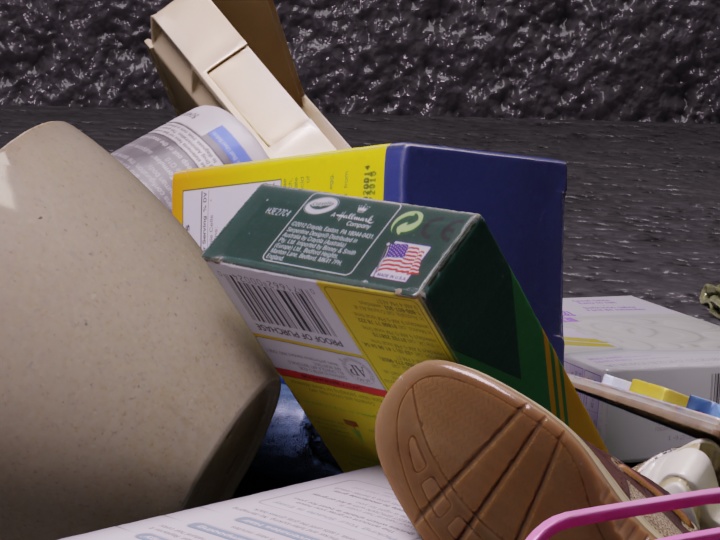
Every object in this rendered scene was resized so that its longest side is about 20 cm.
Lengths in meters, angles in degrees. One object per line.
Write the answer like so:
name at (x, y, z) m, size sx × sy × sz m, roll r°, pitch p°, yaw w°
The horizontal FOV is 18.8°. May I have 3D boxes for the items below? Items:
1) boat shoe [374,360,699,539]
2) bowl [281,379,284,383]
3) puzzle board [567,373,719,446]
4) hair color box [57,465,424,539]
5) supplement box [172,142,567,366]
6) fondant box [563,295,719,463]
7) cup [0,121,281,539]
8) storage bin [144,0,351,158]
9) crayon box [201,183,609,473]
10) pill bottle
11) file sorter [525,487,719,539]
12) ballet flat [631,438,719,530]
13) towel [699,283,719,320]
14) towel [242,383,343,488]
boat shoe at (0.093, 0.108, 0.843) m, size 0.200 × 0.072 × 0.072 m, roll 35°, pitch 8°, yaw 14°
bowl at (-0.019, 0.071, 1.260) m, size 0.199 × 0.040 × 0.201 m, roll 3°, pitch 9°, yaw 0°
puzzle board at (0.206, 0.088, 1.061) m, size 0.199 × 0.017 × 0.151 m, roll 22°, pitch -3°, yaw -27°
hair color box at (-0.022, 0.129, 0.857) m, size 0.099 × 0.061 × 0.199 m, roll 11°, pitch 12°, yaw 41°
supplement box at (0.000, 0.000, 1.111) m, size 0.109 × 0.110 × 0.199 m, roll 4°, pitch -4°, yaw -38°
fondant box at (0.153, 0.062, 1.308) m, size 0.143 × 0.059 × 0.200 m, roll -2°, pitch 10°, yaw -26°
cup at (-0.121, 0.056, 0.967) m, size 0.143 × 0.201 × 0.200 m, roll 30°, pitch 15°, yaw 9°
storage bin at (-0.033, -0.072, 1.392) m, size 0.093 × 0.200 × 0.199 m, roll -35°, pitch -27°, yaw -9°
crayon box at (0.031, 0.055, 0.939) m, size 0.126 × 0.200 × 0.051 m, roll 10°, pitch 52°, yaw 42°
pill bottle at (-0.146, -0.004, 1.275) m, size 0.199 × 0.114 × 0.114 m, roll -30°, pitch 24°, yaw -23°
file sorter at (0.146, 0.144, 0.622) m, size 0.138 × 0.126 × 0.200 m, roll -4°, pitch 12°, yaw -33°
ballet flat at (0.179, 0.110, 0.964) m, size 0.199 × 0.068 × 0.075 m, roll 12°, pitch -29°, yaw 36°
towel at (0.313, 0.049, 1.370) m, size 0.199 × 0.037 × 0.148 m, roll 18°, pitch 7°, yaw 3°
towel at (-0.095, 0.074, 1.106) m, size 0.199 × 0.049 × 0.112 m, roll 7°, pitch -11°, yaw 22°
